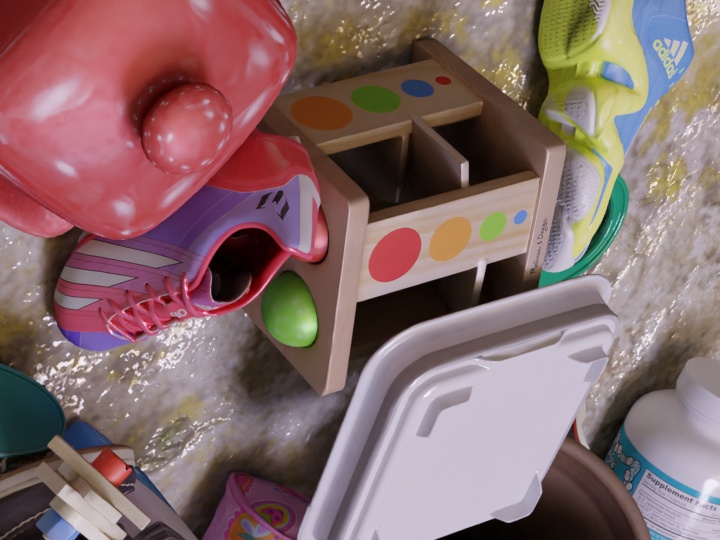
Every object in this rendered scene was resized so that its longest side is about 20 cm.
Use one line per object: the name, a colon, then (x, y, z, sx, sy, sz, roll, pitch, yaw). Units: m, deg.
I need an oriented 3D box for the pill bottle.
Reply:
pill bottle: (0.226, 0.165, 1.412, 0.111, 0.111, 0.201, 2, 120, -42)

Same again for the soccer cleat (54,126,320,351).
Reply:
soccer cleat: (-0.092, 0.001, 0.978, 0.067, 0.077, 0.200, 18, 140, -38)

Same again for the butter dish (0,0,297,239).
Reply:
butter dish: (-0.110, -0.094, 0.879, 0.200, 0.148, 0.199, -48, 141, 2)

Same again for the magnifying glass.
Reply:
magnifying glass: (0.097, 0.012, 1.247, 0.200, 0.022, 0.080, -50, 140, 1)

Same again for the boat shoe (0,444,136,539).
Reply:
boat shoe: (-0.197, 0.153, 1.021, 0.200, 0.065, 0.072, -27, 164, 14)

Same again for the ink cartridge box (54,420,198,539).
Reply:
ink cartridge box: (-0.141, 0.204, 1.057, 0.146, 0.200, 0.086, -42, 140, -5)

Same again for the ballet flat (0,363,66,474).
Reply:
ballet flat: (-0.242, 0.073, 0.976, 0.064, 0.076, 0.200, -31, 152, 34)

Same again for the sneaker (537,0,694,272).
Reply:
sneaker: (0.153, -0.093, 1.163, 0.105, 0.076, 0.201, -15, 130, -32)

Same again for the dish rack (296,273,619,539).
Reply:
dish rack: (0.061, 0.095, 1.092, 0.171, 0.044, 0.200, -14, 142, -30)

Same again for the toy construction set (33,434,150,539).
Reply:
toy construction set: (-0.160, 0.182, 0.956, 0.200, 0.131, 0.092, -52, 165, 6)

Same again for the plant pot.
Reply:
plant pot: (0.077, 0.213, 1.267, 0.200, 0.201, 0.175, -31, 168, -17)

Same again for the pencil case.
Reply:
pencil case: (-0.086, 0.222, 1.210, 0.087, 0.087, 0.200, 16, 109, -47)

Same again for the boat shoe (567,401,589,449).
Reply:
boat shoe: (0.122, 0.127, 1.320, 0.062, 0.071, 0.200, -33, 135, -18)

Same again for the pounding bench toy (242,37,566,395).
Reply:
pounding bench toy: (0.000, 0.000, 1.069, 0.156, 0.124, 0.201, -17, 132, -30)
